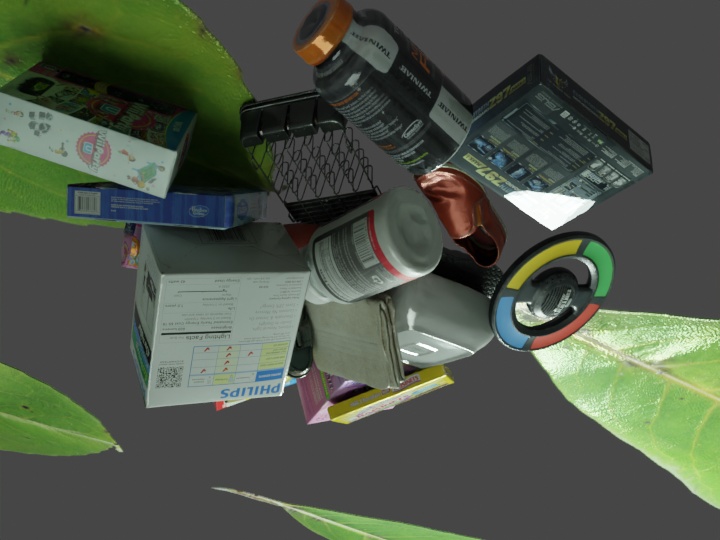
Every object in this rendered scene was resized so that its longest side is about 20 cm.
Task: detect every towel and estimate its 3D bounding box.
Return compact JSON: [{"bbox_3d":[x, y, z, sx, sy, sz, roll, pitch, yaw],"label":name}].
[{"bbox_3d":[-0.012,0.090,1.084,0.198,0.034,0.136,8,112,51],"label":"towel"}]

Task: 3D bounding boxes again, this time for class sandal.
[{"bbox_3d":[0.136,-0.003,1.102,0.198,0.048,0.076,24,113,-33],"label":"sandal"}]

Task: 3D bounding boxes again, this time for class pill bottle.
[{"bbox_3d":[0.021,-0.198,0.806,0.105,0.108,0.199,-24,133,39],"label":"pill bottle"},{"bbox_3d":[0.001,-0.022,0.977,0.110,0.113,0.198,33,144,-31],"label":"pill bottle"}]

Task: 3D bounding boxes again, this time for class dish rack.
[{"bbox_3d":[-0.054,-0.133,0.968,0.150,0.056,0.201,-5,145,21],"label":"dish rack"}]

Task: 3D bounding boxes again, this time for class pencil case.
[{"bbox_3d":[-0.248,-0.029,1.113,0.196,0.089,0.088,13,147,-21],"label":"pencil case"}]

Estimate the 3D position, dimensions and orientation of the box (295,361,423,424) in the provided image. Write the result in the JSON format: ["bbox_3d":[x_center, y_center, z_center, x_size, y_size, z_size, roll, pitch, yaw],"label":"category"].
[{"bbox_3d":[0.005,0.166,1.282,0.172,0.099,0.201,-5,152,-27],"label":"box"}]

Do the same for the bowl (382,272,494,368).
[{"bbox_3d":[0.086,0.082,1.114,0.197,0.076,0.198,21,153,-30],"label":"bowl"}]

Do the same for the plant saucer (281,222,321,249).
[{"bbox_3d":[0.000,0.000,1.126,0.195,0.037,0.201,-4,144,20],"label":"plant saucer"}]

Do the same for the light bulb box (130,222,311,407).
[{"bbox_3d":[-0.189,0.055,0.999,0.194,0.125,0.204,-1,123,-28],"label":"light bulb box"}]

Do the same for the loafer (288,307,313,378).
[{"bbox_3d":[-0.115,0.056,1.127,0.070,0.204,0.063,-11,161,-25],"label":"loafer"}]

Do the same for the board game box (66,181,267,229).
[{"bbox_3d":[-0.237,-0.087,0.980,0.195,0.045,0.199,5,-173,6],"label":"board game box"}]

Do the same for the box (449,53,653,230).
[{"bbox_3d":[0.217,-0.141,0.892,0.197,0.052,0.157,28,141,-26],"label":"box"}]

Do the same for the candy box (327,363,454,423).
[{"bbox_3d":[0.050,0.199,1.225,0.196,0.027,0.102,-23,159,9],"label":"candy box"}]

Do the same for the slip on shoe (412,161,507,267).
[{"bbox_3d":[0.133,-0.075,0.997,0.073,0.062,0.200,-14,138,33],"label":"slip on shoe"}]

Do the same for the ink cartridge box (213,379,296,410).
[{"bbox_3d":[-0.210,0.186,1.353,0.196,0.068,0.117,-18,160,-16],"label":"ink cartridge box"}]

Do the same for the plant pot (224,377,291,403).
[{"bbox_3d":[-0.151,0.105,1.232,0.138,0.204,0.201,-1,149,-16],"label":"plant pot"}]

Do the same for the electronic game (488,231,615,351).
[{"bbox_3d":[0.268,0.033,1.065,0.195,0.042,0.203,-13,130,-16],"label":"electronic game"}]

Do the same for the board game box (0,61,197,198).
[{"bbox_3d":[-0.302,-0.167,0.890,0.196,0.148,0.065,18,116,-11],"label":"board game box"}]
